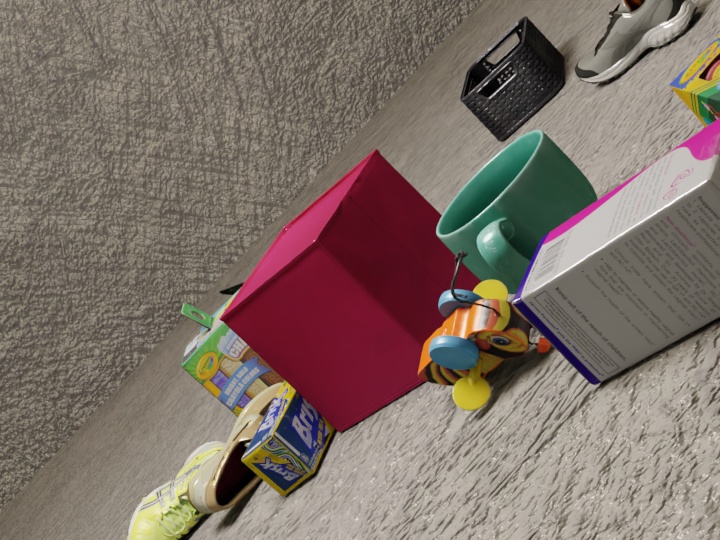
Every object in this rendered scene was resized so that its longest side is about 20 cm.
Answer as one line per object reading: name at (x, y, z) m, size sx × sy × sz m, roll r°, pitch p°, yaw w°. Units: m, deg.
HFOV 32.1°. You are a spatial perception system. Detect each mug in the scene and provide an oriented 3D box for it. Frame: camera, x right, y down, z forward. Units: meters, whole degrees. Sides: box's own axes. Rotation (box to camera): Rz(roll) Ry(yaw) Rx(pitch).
mug at (0.162, -0.040, 1.280) m, size 0.185 × 0.114 × 0.152 m, roll -53°, pitch 14°, yaw -30°

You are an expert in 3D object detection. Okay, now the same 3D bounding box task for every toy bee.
toy bee at (0.118, 0.067, 1.164) m, size 0.200 × 0.108 × 0.132 m, roll 105°, pitch -179°, yaw -82°

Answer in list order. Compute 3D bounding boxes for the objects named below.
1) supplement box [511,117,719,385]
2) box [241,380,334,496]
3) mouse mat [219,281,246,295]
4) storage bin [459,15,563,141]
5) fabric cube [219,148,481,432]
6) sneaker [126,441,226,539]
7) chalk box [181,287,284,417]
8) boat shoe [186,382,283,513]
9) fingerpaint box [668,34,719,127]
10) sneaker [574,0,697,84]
supplement box at (0.230, -0.013, 0.968) m, size 0.200 × 0.103 × 0.101 m, roll -38°, pitch 13°, yaw 41°
box at (-0.068, 0.172, 1.499) m, size 0.064 × 0.070 × 0.200 m, roll -41°, pitch 12°, yaw 33°
mouse mat at (-0.098, 0.035, 1.861) m, size 0.161 × 0.198 × 0.008 m, roll 163°, pitch 113°, yaw -69°
storage bin at (0.241, -0.304, 1.972) m, size 0.135 × 0.094 × 0.200 m, roll -41°, pitch 13°, yaw 23°
fabric cube at (-0.003, 0.024, 1.446) m, size 0.196 × 0.199 × 0.200 m, roll -37°, pitch 14°, yaw 41°
sneaker at (-0.234, 0.302, 1.648) m, size 0.201 × 0.075 × 0.076 m, roll -53°, pitch 13°, yaw -26°
chalk box at (-0.165, 0.110, 1.736) m, size 0.124 × 0.200 × 0.125 m, roll -45°, pitch 11°, yaw 6°
boat shoe at (-0.133, 0.226, 1.575) m, size 0.066 × 0.074 × 0.201 m, roll -3°, pitch 45°, yaw 55°
fingerpaint box at (0.391, -0.206, 1.120) m, size 0.200 × 0.073 × 0.167 m, roll -45°, pitch 11°, yaw 8°
sneaker at (0.350, -0.316, 1.648) m, size 0.200 × 0.079 × 0.074 m, roll -34°, pitch 18°, yaw 51°
